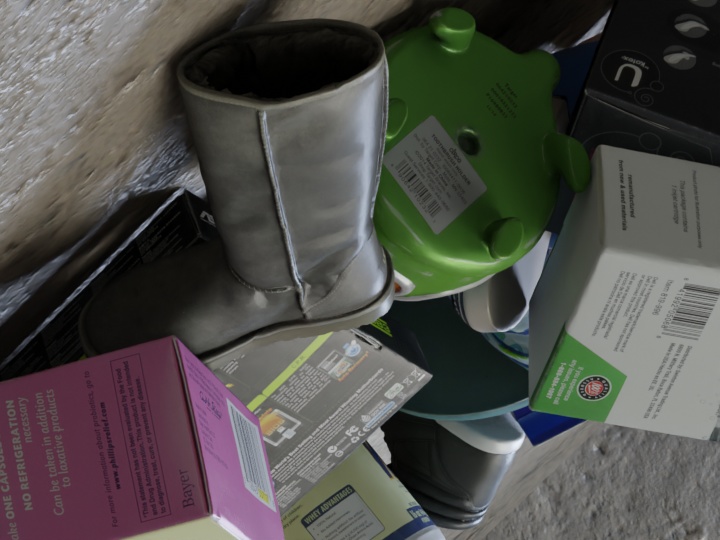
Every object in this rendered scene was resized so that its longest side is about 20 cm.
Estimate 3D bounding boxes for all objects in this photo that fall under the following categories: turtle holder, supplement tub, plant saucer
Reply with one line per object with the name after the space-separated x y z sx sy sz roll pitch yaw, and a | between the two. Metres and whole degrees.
0.034 -0.068 1.547 0.132 0.141 0.186 -30 -141 49 | turtle holder
-0.053 0.159 1.921 0.145 0.200 0.145 -38 169 -9 | supplement tub
0.084 0.033 1.936 0.200 0.200 0.027 -37 134 -17 | plant saucer

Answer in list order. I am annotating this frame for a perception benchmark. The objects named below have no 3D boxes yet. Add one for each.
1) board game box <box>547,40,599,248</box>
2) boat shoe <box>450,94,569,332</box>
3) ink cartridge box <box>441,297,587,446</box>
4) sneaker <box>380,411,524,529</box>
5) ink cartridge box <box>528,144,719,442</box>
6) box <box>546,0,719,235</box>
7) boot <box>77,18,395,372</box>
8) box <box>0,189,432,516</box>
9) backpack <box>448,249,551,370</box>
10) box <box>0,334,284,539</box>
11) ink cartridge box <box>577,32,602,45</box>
0.159 -0.069 1.755 0.158 0.200 0.039 -19 131 -2 | board game box
0.061 -0.034 1.661 0.200 0.092 0.075 -63 150 -52 | boat shoe
0.118 0.031 1.974 0.099 0.200 0.039 -26 133 -8 | ink cartridge box
0.026 0.109 1.987 0.071 0.200 0.099 -7 123 -43 | sneaker
0.207 0.022 1.567 0.147 0.199 0.083 111 -13 -47 | ink cartridge box
0.187 -0.111 1.645 0.122 0.106 0.200 106 6 -48 | box
-0.066 -0.032 1.384 0.181 0.073 0.200 -18 152 -3 | boot
-0.093 0.072 1.576 0.193 0.048 0.200 32 113 -36 | box
0.122 -0.011 1.851 0.163 0.200 0.154 -41 145 10 | backpack
-0.156 0.123 1.445 0.199 0.097 0.176 -16 161 7 | box
0.252 -0.128 1.817 0.200 0.162 0.050 -28 130 10 | ink cartridge box
